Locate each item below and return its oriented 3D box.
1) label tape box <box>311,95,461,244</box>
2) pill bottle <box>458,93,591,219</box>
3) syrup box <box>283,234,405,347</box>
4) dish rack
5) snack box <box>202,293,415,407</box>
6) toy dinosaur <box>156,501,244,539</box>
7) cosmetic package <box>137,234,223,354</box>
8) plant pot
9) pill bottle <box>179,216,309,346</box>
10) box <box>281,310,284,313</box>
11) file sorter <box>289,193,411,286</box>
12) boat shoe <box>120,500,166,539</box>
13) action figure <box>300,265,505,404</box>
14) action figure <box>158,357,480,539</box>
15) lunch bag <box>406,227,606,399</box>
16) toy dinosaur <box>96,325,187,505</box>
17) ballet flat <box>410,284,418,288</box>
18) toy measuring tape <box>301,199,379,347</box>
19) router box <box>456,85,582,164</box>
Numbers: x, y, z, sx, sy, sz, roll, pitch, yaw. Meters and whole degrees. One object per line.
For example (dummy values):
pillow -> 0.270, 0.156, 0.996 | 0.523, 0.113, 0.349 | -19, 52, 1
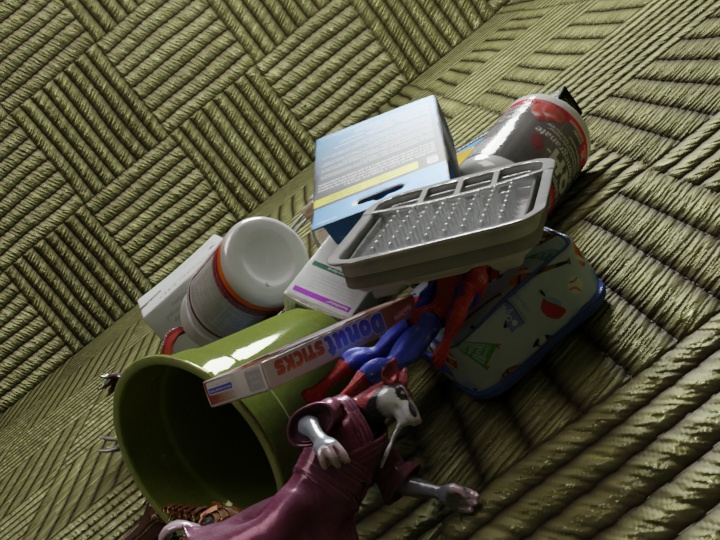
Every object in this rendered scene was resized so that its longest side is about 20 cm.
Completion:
label tape box -> 0.027, -0.090, 0.987 | 0.143, 0.064, 0.201 | -20, 31, 12
pill bottle -> 0.164, -0.096, 1.048 | 0.110, 0.111, 0.200 | -23, 21, 49
syrup box -> 0.000, 0.000, 1.033 | 0.200, 0.081, 0.079 | -53, -24, -38
dish rack -> 0.073, -0.033, 0.774 | 0.170, 0.044, 0.200 | -12, 15, 18
snack box -> -0.034, 0.063, 0.795 | 0.071, 0.025, 0.199 | -22, -1, 40
toy dinosaur -> -0.113, 0.236, 0.766 | 0.135, 0.103, 0.200 | -33, 5, -23
cosmetic package -> -0.213, 0.064, 1.434 | 0.165, 0.165, 0.200 | -42, 13, -9
plant pot -> -0.091, 0.126, 0.896 | 0.199, 0.201, 0.190 | -27, 6, 42
pill bottle -> -0.147, 0.023, 1.173 | 0.110, 0.110, 0.200 | -48, 4, -35
box -> -0.123, 0.111, 1.242 | 0.082, 0.069, 0.200 | -27, 18, 46
file sorter -> 0.002, -0.039, 1.252 | 0.199, 0.139, 0.125 | -22, 23, 52
boat shoe -> -0.183, 0.232, 1.004 | 0.199, 0.070, 0.070 | -39, 14, 7
action figure -> 0.045, 0.048, 0.757 | 0.200, 0.052, 0.065 | -44, 20, -12
action figure -> -0.020, 0.151, 0.670 | 0.148, 0.134, 0.201 | 0, 53, 53
lunch bag -> 0.112, 0.031, 0.852 | 0.160, 0.076, 0.200 | -43, 14, -5
toy dinosaur -> -0.242, 0.183, 1.158 | 0.181, 0.105, 0.201 | 36, 92, 36
ballet flat -> 0.062, -0.017, 0.965 | 0.072, 0.072, 0.200 | -41, -22, -9
toy measuring tape -> -0.033, 0.001, 1.118 | 0.073, 0.201, 0.074 | -23, -21, -10
router box -> 0.189, -0.151, 1.296 | 0.199, 0.051, 0.150 | -28, 19, 41
